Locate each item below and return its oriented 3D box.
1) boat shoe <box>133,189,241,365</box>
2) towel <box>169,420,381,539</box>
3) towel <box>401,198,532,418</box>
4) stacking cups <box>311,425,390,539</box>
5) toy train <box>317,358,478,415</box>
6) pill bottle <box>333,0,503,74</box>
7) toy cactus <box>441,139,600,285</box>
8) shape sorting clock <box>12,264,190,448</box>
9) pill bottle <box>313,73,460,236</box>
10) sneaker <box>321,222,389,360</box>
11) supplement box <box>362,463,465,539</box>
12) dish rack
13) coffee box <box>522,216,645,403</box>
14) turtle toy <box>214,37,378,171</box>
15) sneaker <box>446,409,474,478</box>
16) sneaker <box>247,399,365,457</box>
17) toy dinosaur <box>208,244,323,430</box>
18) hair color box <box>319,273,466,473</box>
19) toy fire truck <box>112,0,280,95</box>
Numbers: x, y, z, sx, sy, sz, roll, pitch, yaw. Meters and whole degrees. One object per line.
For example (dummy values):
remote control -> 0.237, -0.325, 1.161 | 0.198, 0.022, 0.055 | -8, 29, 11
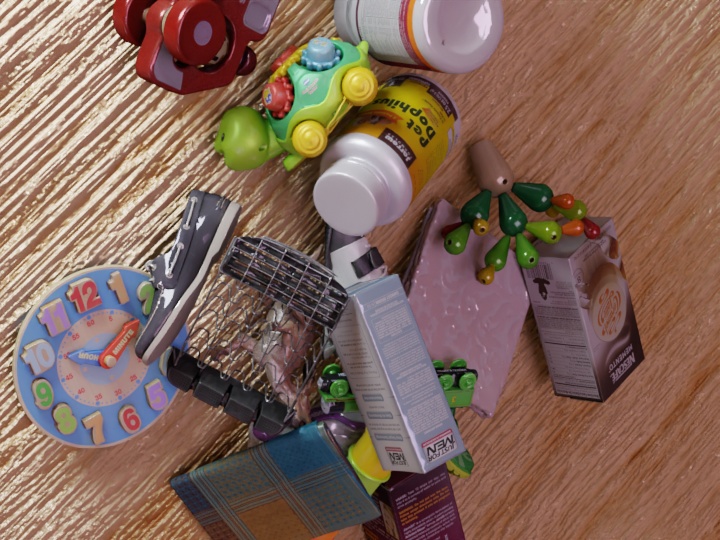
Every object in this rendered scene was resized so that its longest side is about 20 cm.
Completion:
boat shoe -> -0.196, 0.004, 1.468 | 0.062, 0.073, 0.202 | 27, 71, 2
towel -> -0.094, 0.251, 1.554 | 0.198, 0.022, 0.148 | -22, 119, 18
towel -> 0.122, 0.046, 1.662 | 0.190, 0.032, 0.202 | 35, 65, -30
stacking cups -> -0.023, 0.259, 1.595 | 0.060, 0.061, 0.201 | 21, 120, -32
toy train -> 0.042, 0.134, 1.573 | 0.197, 0.042, 0.057 | -1, 122, -22
pill bottle -> 0.056, -0.272, 1.483 | 0.108, 0.199, 0.111 | -7, 105, -28
toy cactus -> 0.175, -0.074, 1.647 | 0.197, 0.103, 0.167 | -17, 70, -13
shape sorting clock -> -0.271, 0.093, 1.470 | 0.197, 0.039, 0.203 | -7, 105, -28
pill bottle -> 0.026, -0.124, 1.509 | 0.200, 0.108, 0.110 | -53, 126, -45
sneaker -> 0.000, 0.000, 1.566 | 0.087, 0.074, 0.203 | 0, 99, -1
supplement box -> 0.063, 0.312, 1.673 | 0.085, 0.110, 0.203 | -24, 112, -24
dish rack -> -0.106, 0.065, 1.453 | 0.152, 0.055, 0.202 | 27, 106, -5
coffee box -> 0.280, 0.047, 1.740 | 0.114, 0.079, 0.202 | -37, 119, -39
turtle toy -> -0.067, -0.176, 1.481 | 0.200, 0.146, 0.101 | -45, 97, 2
sneaker -> 0.094, 0.172, 1.680 | 0.083, 0.074, 0.201 | -38, 117, -13
sneaker -> -0.050, 0.202, 1.618 | 0.198, 0.075, 0.101 | -5, 126, -31
toy dinosaur -> -0.079, 0.075, 1.558 | 0.135, 0.085, 0.202 | 39, 64, -42
hair color box -> 0.032, 0.112, 1.483 | 0.060, 0.099, 0.203 | -23, 95, -25
toy fire truck -> -0.149, -0.274, 1.427 | 0.167, 0.111, 0.203 | 18, 93, -50
